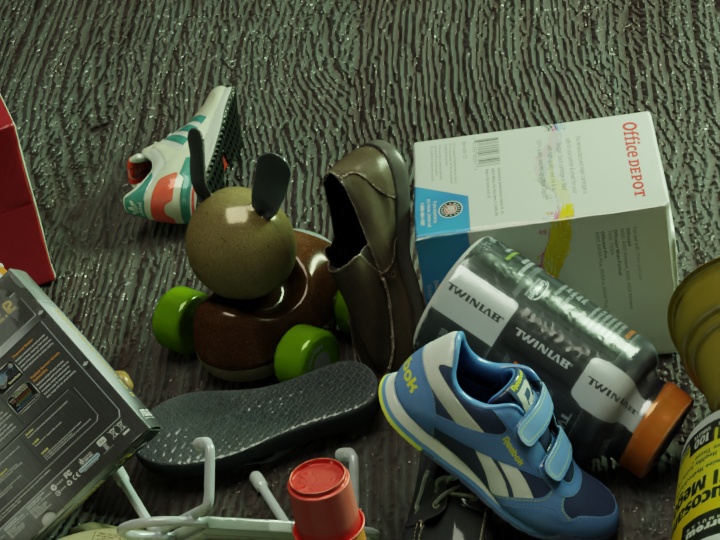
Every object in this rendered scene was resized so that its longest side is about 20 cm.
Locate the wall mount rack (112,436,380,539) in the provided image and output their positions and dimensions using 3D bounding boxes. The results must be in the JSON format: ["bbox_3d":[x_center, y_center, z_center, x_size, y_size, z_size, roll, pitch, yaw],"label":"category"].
[{"bbox_3d":[-0.091,0.164,1.611,0.199,0.075,0.174,7,-17,-27],"label":"wall mount rack"}]

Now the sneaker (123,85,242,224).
[{"bbox_3d":[-0.169,-0.112,2.092,0.093,0.071,0.200,1,37,8],"label":"sneaker"}]

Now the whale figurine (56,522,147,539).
[{"bbox_3d":[-0.182,0.239,1.565,0.158,0.104,0.200,9,11,-4],"label":"whale figurine"}]

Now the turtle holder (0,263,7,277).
[{"bbox_3d":[-0.351,0.064,1.850,0.186,0.141,0.132,-45,8,19],"label":"turtle holder"}]

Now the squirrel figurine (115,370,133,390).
[{"bbox_3d":[-0.304,0.105,1.699,0.200,0.186,0.142,-52,4,-14],"label":"squirrel figurine"}]

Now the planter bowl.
[{"bbox_3d":[0.307,0.079,1.571,0.199,0.201,0.084,3,51,21],"label":"planter bowl"}]

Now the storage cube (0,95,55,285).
[{"bbox_3d":[-0.394,-0.074,2.011,0.179,0.172,0.200,-18,33,-11],"label":"storage cube"}]

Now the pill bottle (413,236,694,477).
[{"bbox_3d":[0.146,0.070,1.652,0.200,0.106,0.106,34,48,13],"label":"pill bottle"}]

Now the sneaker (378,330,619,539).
[{"bbox_3d":[0.110,0.120,1.577,0.200,0.082,0.074,36,28,-8],"label":"sneaker"}]

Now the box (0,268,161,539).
[{"bbox_3d":[-0.270,0.124,1.621,0.200,0.158,0.048,-43,-7,1],"label":"box"}]

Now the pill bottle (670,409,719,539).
[{"bbox_3d":[0.260,0.188,1.476,0.112,0.113,0.200,-2,34,14],"label":"pill bottle"}]

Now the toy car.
[{"bbox_3d":[-0.084,-0.024,1.817,0.164,0.201,0.158,15,41,34],"label":"toy car"}]

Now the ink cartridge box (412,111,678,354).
[{"bbox_3d":[0.150,-0.020,1.791,0.199,0.145,0.147,-7,33,6],"label":"ink cartridge box"}]

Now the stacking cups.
[{"bbox_3d":[-0.006,0.210,1.442,0.060,0.201,0.061,-6,32,4],"label":"stacking cups"}]

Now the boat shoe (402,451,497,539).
[{"bbox_3d":[0.064,0.162,1.619,0.072,0.063,0.200,-4,34,11],"label":"boat shoe"}]

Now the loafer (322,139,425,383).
[{"bbox_3d":[0.000,0.000,1.764,0.071,0.201,0.073,-13,10,-33],"label":"loafer"}]

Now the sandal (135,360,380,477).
[{"bbox_3d":[-0.080,0.126,1.742,0.199,0.043,0.076,-12,44,-5],"label":"sandal"}]
